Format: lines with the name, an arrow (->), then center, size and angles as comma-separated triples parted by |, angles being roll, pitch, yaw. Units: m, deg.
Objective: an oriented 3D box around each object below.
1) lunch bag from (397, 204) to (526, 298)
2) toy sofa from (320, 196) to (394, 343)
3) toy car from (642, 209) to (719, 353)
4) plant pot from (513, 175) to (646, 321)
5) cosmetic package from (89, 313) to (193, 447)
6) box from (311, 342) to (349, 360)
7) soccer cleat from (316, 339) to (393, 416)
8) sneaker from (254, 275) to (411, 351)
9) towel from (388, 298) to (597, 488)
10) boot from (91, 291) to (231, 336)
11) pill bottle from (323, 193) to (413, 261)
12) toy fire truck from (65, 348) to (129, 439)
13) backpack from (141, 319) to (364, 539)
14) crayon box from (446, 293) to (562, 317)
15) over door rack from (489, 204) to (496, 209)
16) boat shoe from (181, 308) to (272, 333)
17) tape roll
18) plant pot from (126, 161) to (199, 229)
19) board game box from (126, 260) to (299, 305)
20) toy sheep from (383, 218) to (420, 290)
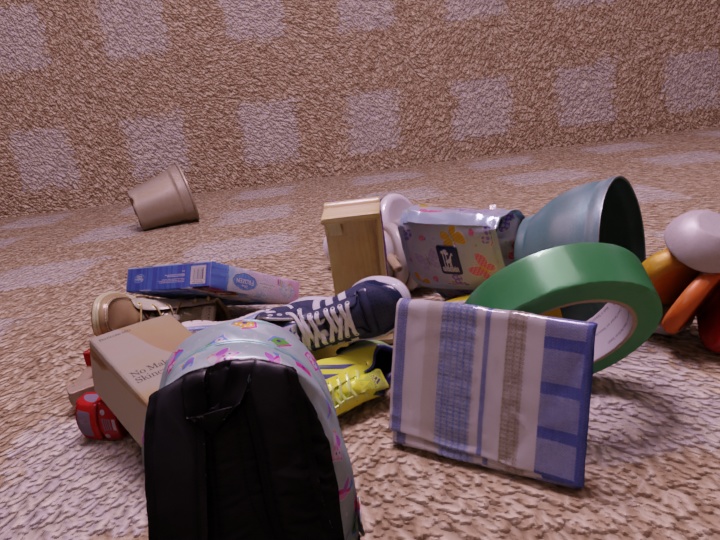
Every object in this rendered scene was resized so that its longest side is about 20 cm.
lunch bag -> 0.164, -0.026, 0.952 | 0.167, 0.129, 0.200 | 6, -21, 35
toy sofa -> 0.000, 0.000, 0.910 | 0.081, 0.203, 0.098 | -6, 20, 5
toy car -> 0.438, 0.024, 0.763 | 0.197, 0.176, 0.151 | -9, 50, -10
plant pot -> 0.292, -0.020, 0.870 | 0.133, 0.204, 0.199 | -1, 16, 39
cosmetic package -> -0.195, 0.130, 0.673 | 0.104, 0.072, 0.199 | -19, 36, -41
box -> -0.089, 0.119, 0.803 | 0.074, 0.051, 0.199 | 5, 19, 36
soccer cleat -> -0.015, 0.128, 0.713 | 0.083, 0.066, 0.199 | 2, 17, 30
sneaker -> -0.041, 0.061, 0.730 | 0.198, 0.071, 0.108 | -14, 5, 39
towel -> 0.113, 0.106, 0.588 | 0.198, 0.150, 0.024 | 5, 5, 35
boot -> -0.293, 0.070, 0.962 | 0.152, 0.073, 0.200 | -1, -7, 10
pill bottle -> 0.016, -0.070, 1.263 | 0.199, 0.111, 0.109 | -21, 1, 45
toy fire truck -> -0.317, 0.146, 0.811 | 0.138, 0.050, 0.200 | -5, 16, 10
backpack -> -0.080, 0.139, 0.443 | 0.164, 0.203, 0.127 | -10, 15, -10
crayon box -> 0.161, 0.060, 0.812 | 0.125, 0.052, 0.199 | -16, 1, -29
over door rack -> 0.192, -0.085, 1.240 | 0.145, 0.068, 0.200 | -5, -17, 10
boat shoe -> -0.156, 0.106, 0.864 | 0.197, 0.073, 0.073 | -8, 33, -20
tape roll -> 0.200, 0.054, 0.652 | 0.197, 0.202, 0.049 | -8, 53, -5
plant pot -> -0.649, -0.226, 2.083 | 0.181, 0.203, 0.200 | -24, 20, -17
board game box -> -0.237, 0.026, 1.038 | 0.197, 0.044, 0.198 | -3, -10, 35
toy sheep -> 0.080, -0.026, 1.112 | 0.197, 0.140, 0.138 | -5, 13, -24
